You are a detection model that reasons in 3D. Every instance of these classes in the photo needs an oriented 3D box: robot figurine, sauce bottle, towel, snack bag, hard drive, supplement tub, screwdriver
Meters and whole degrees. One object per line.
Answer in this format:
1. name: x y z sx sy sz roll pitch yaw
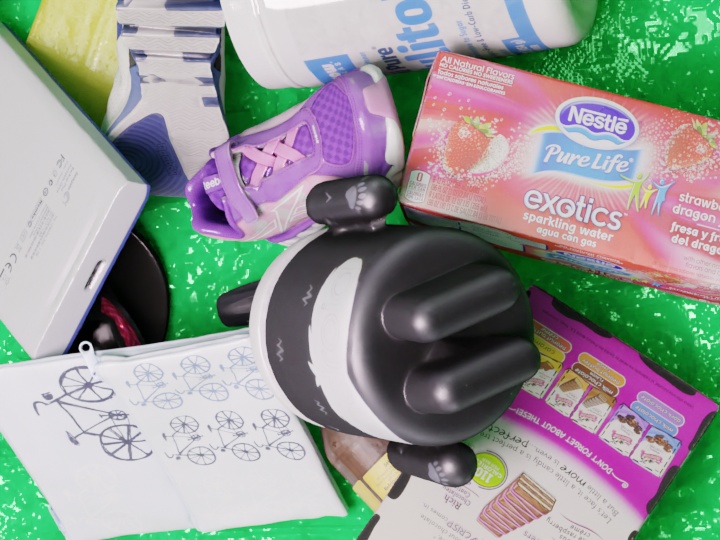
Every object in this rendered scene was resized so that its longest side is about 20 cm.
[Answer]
1. robot figurine: 0.020 0.034 1.529 0.125 0.200 0.150 21 81 -27
2. sauce bottle: 0.024 0.119 1.673 0.065 0.065 0.200 -44 84 19
3. towel: -0.183 -0.108 1.737 0.086 0.018 0.200 25 104 8
4. snack bag: -0.127 0.107 1.677 0.200 0.021 0.189 -7 139 16
5. hard drive: -0.213 -0.052 1.692 0.200 0.025 0.132 47 115 41
6. supplement tub: 0.029 -0.182 1.594 0.200 0.132 0.132 -9 95 20
7. screwdriver: 0.000 0.000 1.681 0.200 0.028 0.029 -19 120 23

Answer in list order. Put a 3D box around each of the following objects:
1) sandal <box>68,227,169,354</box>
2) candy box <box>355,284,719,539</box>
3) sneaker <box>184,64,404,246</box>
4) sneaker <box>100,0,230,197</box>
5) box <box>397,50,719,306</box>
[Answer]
1. sandal: -0.164 0.063 1.733 0.075 0.045 0.200 4 100 10
2. candy box: 0.101 0.129 1.607 0.136 0.061 0.200 34 79 10
3. sneaker: -0.044 -0.060 1.604 0.200 0.088 0.081 -34 64 59
4. sneaker: -0.114 -0.146 1.671 0.081 0.115 0.199 6 135 -4
5. box: 0.129 -0.052 1.568 0.200 0.100 0.095 15 85 6
